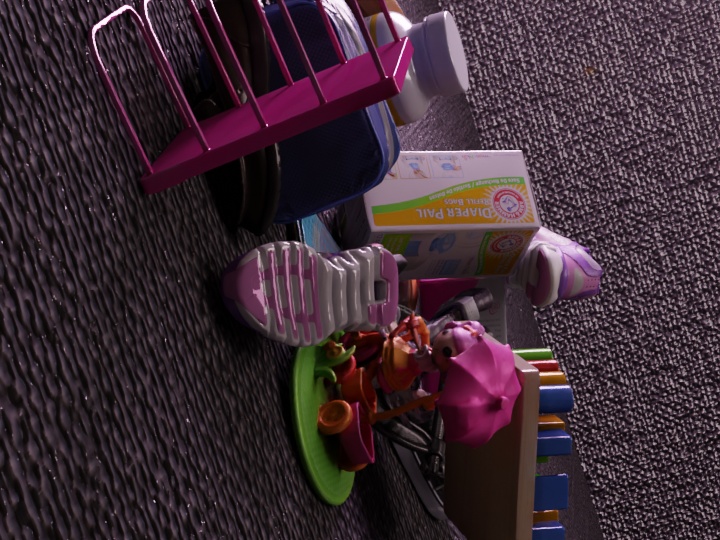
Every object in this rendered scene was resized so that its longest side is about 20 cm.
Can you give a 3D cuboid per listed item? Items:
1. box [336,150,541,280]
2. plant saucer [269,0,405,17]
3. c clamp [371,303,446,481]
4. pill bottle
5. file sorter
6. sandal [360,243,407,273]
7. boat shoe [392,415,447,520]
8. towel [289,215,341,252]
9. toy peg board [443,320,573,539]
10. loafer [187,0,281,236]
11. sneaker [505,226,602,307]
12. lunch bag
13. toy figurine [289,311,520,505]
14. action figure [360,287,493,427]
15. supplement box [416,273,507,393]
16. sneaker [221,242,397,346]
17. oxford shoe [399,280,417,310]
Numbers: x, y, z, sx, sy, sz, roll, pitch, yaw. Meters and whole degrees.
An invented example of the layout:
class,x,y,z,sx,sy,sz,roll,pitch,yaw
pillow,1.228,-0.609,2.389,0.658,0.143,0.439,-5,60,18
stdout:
class,x,y,z,sx,sy,sz,roll,pitch,yaw
box,0.085,-0.060,1.511,0.113,0.197,0.103,114,-30,-57
plant saucer,-0.038,-0.285,1.442,0.033,0.199,0.201,-55,148,-14
c clamp,0.067,0.133,1.455,0.169,0.027,0.202,26,47,-22
pill bottle,0.003,-0.193,1.366,0.112,0.197,0.114,-13,90,-74
file sorter,-0.079,-0.165,0.990,0.139,0.198,0.127,-74,142,-68
sandal,0.000,0.000,1.330,0.045,0.075,0.200,44,3,11
boat shoe,0.090,0.211,1.546,0.074,0.067,0.201,-92,161,-49
towel,-0.033,0.032,1.342,0.147,0.021,0.202,59,19,-47
toy peg board,0.157,0.167,1.303,0.199,0.096,0.203,-145,-125,-71
loafer,-0.108,-0.128,1.132,0.073,0.070,0.203,-138,-138,-75
sneaker,0.217,-0.011,1.565,0.200,0.087,0.082,-123,-145,-67
lunch bag,-0.053,-0.156,1.232,0.132,0.134,0.203,-55,126,-75
toy figurine,0.050,0.096,1.199,0.202,0.181,0.151,-85,157,-45
action figure,0.063,0.086,1.402,0.199,0.069,0.132,-24,104,-46
supplement box,0.121,0.093,1.627,0.103,0.100,0.203,-95,-178,-75
sneaker,-0.054,0.019,1.125,0.199,0.087,0.082,1,90,-55
oxford shoe,0.023,-0.043,1.586,0.073,0.070,0.203,35,41,-64
